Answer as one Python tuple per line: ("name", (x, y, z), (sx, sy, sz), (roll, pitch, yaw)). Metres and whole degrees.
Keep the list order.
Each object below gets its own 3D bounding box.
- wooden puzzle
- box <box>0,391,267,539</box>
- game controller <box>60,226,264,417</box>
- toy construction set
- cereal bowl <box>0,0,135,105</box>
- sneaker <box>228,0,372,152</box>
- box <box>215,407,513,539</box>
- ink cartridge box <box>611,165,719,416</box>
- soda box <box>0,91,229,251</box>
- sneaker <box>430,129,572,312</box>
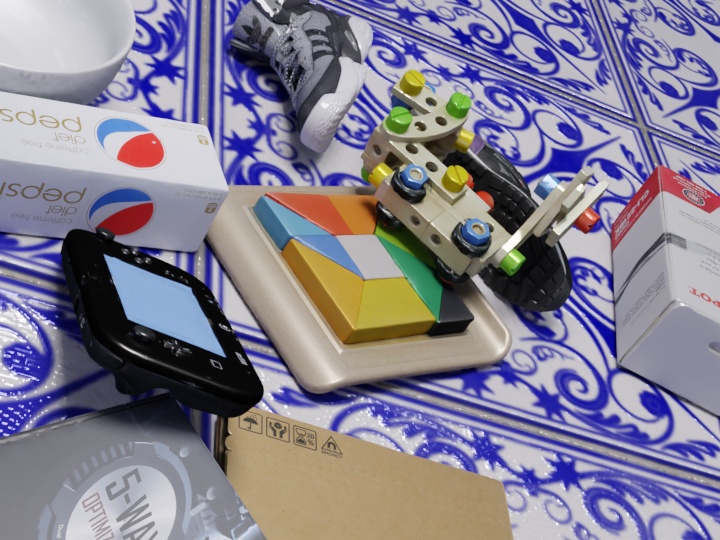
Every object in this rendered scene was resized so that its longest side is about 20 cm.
("wooden puzzle", (0.000, 0.000, 0.981), (0.199, 0.037, 0.185), (-8, 52, -43))
("box", (-0.119, 0.164, 0.666), (0.159, 0.044, 0.200), (-12, 51, -38))
("game controller", (-0.121, 0.027, 0.797), (0.104, 0.042, 0.200), (14, 16, -23))
("toy construction set", (0.082, -0.066, 1.023), (0.199, 0.093, 0.131), (33, 46, 22))
("cereal bowl", (-0.263, -0.171, 0.937), (0.199, 0.084, 0.201), (21, 37, -16))
("sneaker", (-0.056, -0.172, 1.112), (0.113, 0.076, 0.200), (26, 30, -9))
("box", (0.007, 0.168, 0.800), (0.199, 0.021, 0.164), (19, 38, -20))
("ink cartridge box", (0.296, 0.022, 1.146), (0.144, 0.084, 0.201), (27, 35, -11))
("soda box", (-0.192, -0.065, 0.885), (0.199, 0.064, 0.068), (6, 44, -32))
("sneaker", (0.123, -0.052, 1.111), (0.087, 0.076, 0.200), (-2, 48, -47))
